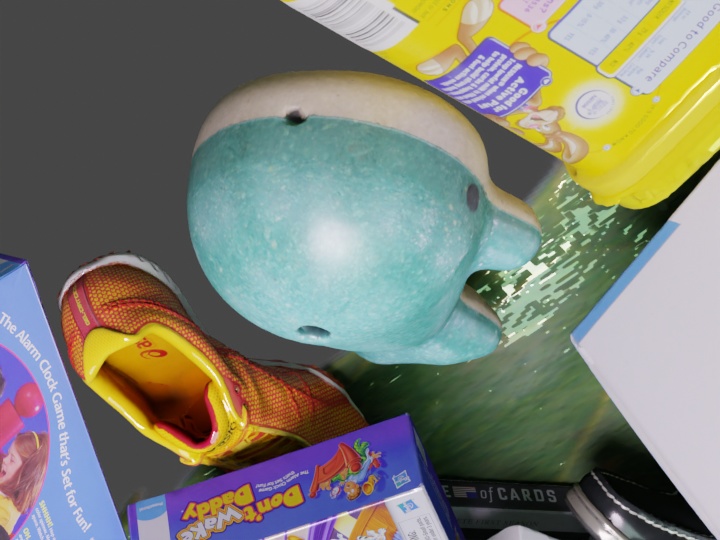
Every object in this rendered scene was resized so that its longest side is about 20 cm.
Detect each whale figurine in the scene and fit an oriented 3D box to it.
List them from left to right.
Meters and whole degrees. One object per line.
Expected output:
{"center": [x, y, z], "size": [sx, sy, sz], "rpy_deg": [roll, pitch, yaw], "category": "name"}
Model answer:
{"center": [0.000, 0.000, 1.124], "size": [0.158, 0.104, 0.200], "rpy_deg": [0, 149, 18], "category": "whale figurine"}

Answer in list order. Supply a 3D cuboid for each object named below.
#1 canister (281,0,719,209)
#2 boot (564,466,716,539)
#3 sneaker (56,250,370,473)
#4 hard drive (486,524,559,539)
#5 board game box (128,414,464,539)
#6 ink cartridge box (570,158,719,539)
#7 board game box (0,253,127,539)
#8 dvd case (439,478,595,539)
{"center": [0.075, -0.127, 1.050], "size": [0.199, 0.087, 0.149], "rpy_deg": [27, 121, -31], "category": "canister"}
{"center": [0.212, 0.098, 1.291], "size": [0.203, 0.074, 0.154], "rpy_deg": [25, 106, -28], "category": "boot"}
{"center": [-0.064, 0.069, 1.199], "size": [0.073, 0.077, 0.200], "rpy_deg": [-42, 130, 21], "category": "sneaker"}
{"center": [0.115, 0.192, 1.339], "size": [0.199, 0.026, 0.132], "rpy_deg": [23, 138, -31], "category": "hard drive"}
{"center": [-0.009, 0.165, 1.212], "size": [0.134, 0.045, 0.201], "rpy_deg": [-18, 134, 7], "category": "board game box"}
{"center": [0.228, 0.029, 1.140], "size": [0.199, 0.146, 0.147], "rpy_deg": [-2, 139, -50], "category": "ink cartridge box"}
{"center": [-0.176, 0.111, 1.140], "size": [0.134, 0.045, 0.201], "rpy_deg": [-33, 119, -33], "category": "board game box"}
{"center": [0.031, 0.185, 1.365], "size": [0.149, 0.025, 0.201], "rpy_deg": [4, 131, -18], "category": "dvd case"}
